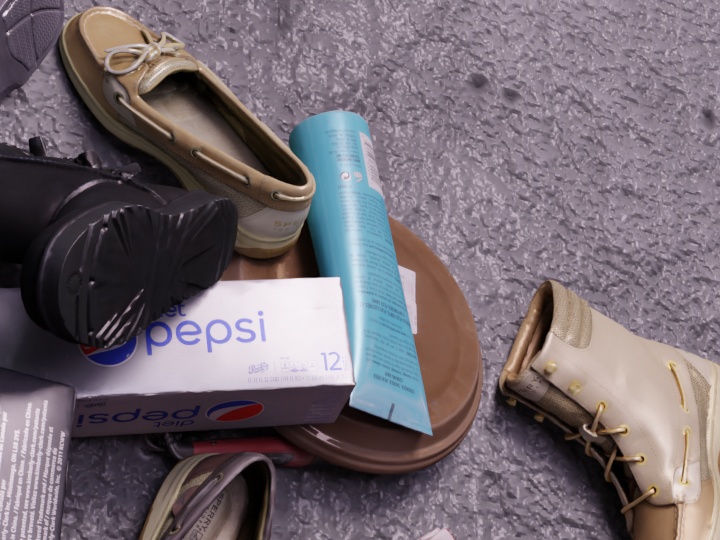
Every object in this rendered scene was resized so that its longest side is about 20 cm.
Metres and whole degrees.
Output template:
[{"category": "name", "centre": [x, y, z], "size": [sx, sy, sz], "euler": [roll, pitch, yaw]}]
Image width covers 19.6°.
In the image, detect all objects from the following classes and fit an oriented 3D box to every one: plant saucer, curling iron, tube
[{"category": "plant saucer", "centre": [-0.005, 0.030, 1.270], "size": [0.199, 0.029, 0.201], "euler": [20, 47, -23]}, {"category": "curling iron", "centre": [-0.036, 0.095, 1.233], "size": [0.199, 0.026, 0.050], "euler": [7, 65, -31]}, {"category": "tube", "centre": [0.000, 0.000, 1.243], "size": [0.077, 0.050, 0.201], "euler": [19, 48, -43]}]

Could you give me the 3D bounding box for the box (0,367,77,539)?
[{"category": "box", "centre": [-0.256, 0.100, 1.024], "size": [0.199, 0.122, 0.107], "euler": [18, 58, -24]}]

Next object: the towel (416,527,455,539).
[{"category": "towel", "centre": [0.019, 0.248, 1.192], "size": [0.200, 0.023, 0.145], "euler": [-27, 83, -40]}]

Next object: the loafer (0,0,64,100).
[{"category": "loafer", "centre": [-0.246, -0.105, 1.190], "size": [0.200, 0.063, 0.072], "euler": [-53, 141, -38]}]

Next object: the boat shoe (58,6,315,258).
[{"category": "boat shoe", "centre": [-0.102, -0.096, 1.248], "size": [0.073, 0.063, 0.201], "euler": [-26, 66, -38]}]

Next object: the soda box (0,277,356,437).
[{"category": "soda box", "centre": [-0.107, 0.048, 1.152], "size": [0.199, 0.064, 0.069], "euler": [-3, 66, -14]}]

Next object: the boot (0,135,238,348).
[{"category": "boot", "centre": [-0.173, -0.022, 1.099], "size": [0.162, 0.074, 0.198], "euler": [14, 16, 20]}]

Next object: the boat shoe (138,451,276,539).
[{"category": "boat shoe", "centre": [-0.096, 0.183, 1.117], "size": [0.073, 0.065, 0.201], "euler": [27, 60, -23]}]

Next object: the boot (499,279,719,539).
[{"category": "boot", "centre": [0.158, 0.112, 1.322], "size": [0.155, 0.073, 0.201], "euler": [29, 51, -18]}]
